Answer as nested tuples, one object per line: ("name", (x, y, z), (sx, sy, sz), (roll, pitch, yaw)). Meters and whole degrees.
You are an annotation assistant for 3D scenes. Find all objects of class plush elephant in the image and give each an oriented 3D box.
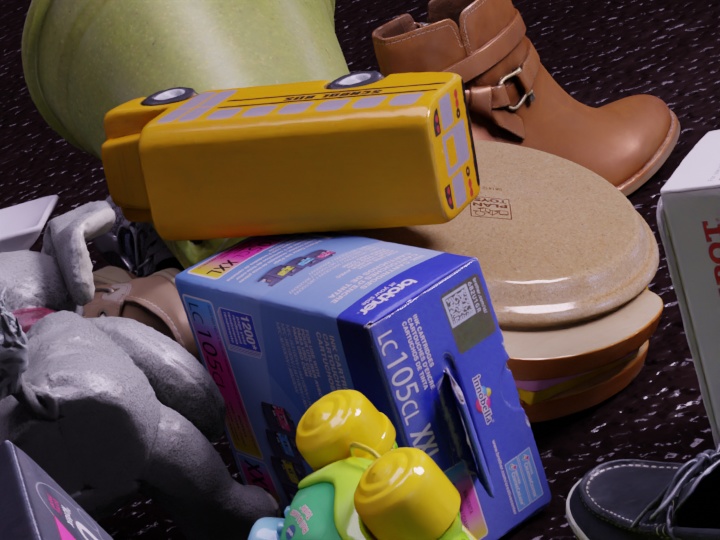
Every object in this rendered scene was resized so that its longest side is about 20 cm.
("plush elephant", (-0.158, 0.058, 1.319), (0.164, 0.201, 0.155), (-25, 34, -1))

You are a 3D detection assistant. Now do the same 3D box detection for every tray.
("tray", (-0.271, 0.000, 1.532), (0.198, 0.022, 0.107), (-16, 12, 3))

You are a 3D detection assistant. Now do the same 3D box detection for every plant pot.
("plant pot", (-0.077, -0.091, 1.553), (0.199, 0.201, 0.185), (-21, 45, -9))

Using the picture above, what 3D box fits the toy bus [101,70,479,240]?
("toy bus", (-0.041, -0.056, 1.340), (0.198, 0.066, 0.078), (-3, 19, 23))

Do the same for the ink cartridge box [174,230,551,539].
("ink cartridge box", (0.009, 0.059, 1.281), (0.076, 0.137, 0.199), (-31, 24, -30))

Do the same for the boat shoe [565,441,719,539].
("boat shoe", (0.159, 0.105, 1.151), (0.074, 0.063, 0.199), (-30, 22, -26))

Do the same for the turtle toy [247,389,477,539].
("turtle toy", (0.019, 0.146, 1.080), (0.101, 0.146, 0.200), (-40, 24, -4))

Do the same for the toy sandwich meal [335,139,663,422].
("toy sandwich meal", (0.068, 0.000, 1.395), (0.203, 0.071, 0.206), (5, 28, -3))

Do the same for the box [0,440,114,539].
("box", (-0.171, 0.186, 1.056), (0.200, 0.106, 0.122), (-43, 22, 1))

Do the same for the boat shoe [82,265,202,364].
("boat shoe", (-0.135, 0.041, 1.547), (0.064, 0.072, 0.200), (-23, 11, -22))

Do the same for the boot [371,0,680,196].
("boot", (0.098, -0.108, 1.606), (0.199, 0.156, 0.077), (-25, 21, -20))

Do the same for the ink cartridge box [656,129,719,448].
("ink cartridge box", (0.252, 0.004, 1.207), (0.199, 0.148, 0.083), (-5, 23, 28))

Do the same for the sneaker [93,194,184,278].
("sneaker", (-0.118, -0.012, 1.652), (0.082, 0.075, 0.199), (-28, 23, -31))
